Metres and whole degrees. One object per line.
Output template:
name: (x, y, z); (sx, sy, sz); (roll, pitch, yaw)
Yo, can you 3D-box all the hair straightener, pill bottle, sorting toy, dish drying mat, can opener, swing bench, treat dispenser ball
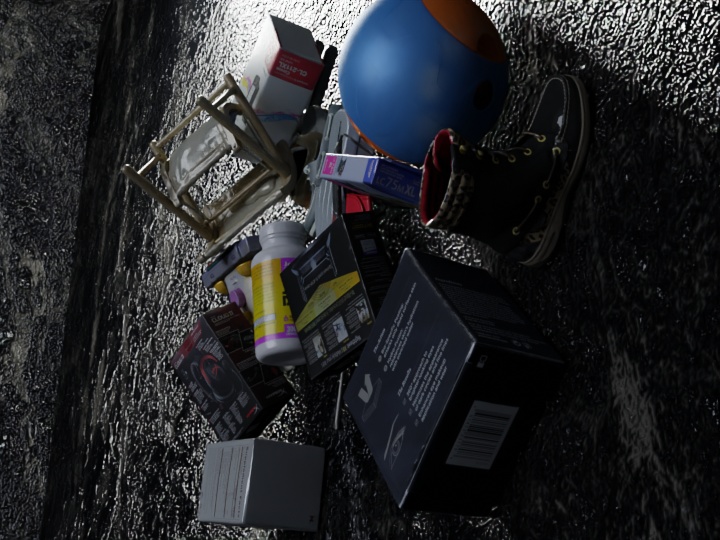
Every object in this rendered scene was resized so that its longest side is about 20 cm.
hair straightener: (-0.006, -0.089, 1.449); (0.041, 0.076, 0.204); (-156, 59, -67)
pill bottle: (-0.111, 0.033, 1.555); (0.104, 0.103, 0.203); (-33, 57, 55)
sorting toy: (-0.151, 0.083, 1.684); (0.200, 0.105, 0.183); (-34, 68, 55)
dish drying mat: (0.000, 0.000, 1.397); (0.077, 0.018, 0.204); (-164, 70, -67)
can opener: (-0.094, -0.289, 1.758); (0.203, 0.052, 0.067); (-69, 26, 17)
swing bench: (-0.224, -0.156, 1.623); (0.198, 0.201, 0.130); (-34, 13, 28)
treat dispenser ball: (0.072, -0.225, 1.209); (0.201, 0.198, 0.204); (-39, 45, 52)

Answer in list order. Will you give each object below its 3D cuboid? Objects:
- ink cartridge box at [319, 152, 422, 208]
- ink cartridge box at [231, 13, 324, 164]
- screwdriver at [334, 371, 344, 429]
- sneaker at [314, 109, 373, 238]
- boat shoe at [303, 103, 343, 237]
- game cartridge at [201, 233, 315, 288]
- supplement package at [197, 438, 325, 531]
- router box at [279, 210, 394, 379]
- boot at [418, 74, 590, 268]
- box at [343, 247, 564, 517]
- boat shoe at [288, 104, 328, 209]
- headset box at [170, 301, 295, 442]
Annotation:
ink cartridge box: (0.039, -0.111, 1.318); (0.199, 0.118, 0.043); (12, 84, 64)
ink cartridge box: (-0.143, -0.290, 1.701); (0.202, 0.082, 0.147); (-62, 27, 26)
screwdriver: (-0.025, 0.119, 1.452); (0.028, 0.029, 0.204); (1, 79, 64)
sneaker: (-0.013, -0.127, 1.495); (0.073, 0.070, 0.203); (31, 112, 55)
boat shoe: (-0.050, -0.151, 1.561); (0.073, 0.061, 0.203); (-20, -48, -77)
game cartridge: (-0.172, -0.023, 1.709); (0.199, 0.128, 0.039); (-33, 69, 55)
supplement package: (-0.146, 0.311, 1.509); (0.199, 0.115, 0.119); (-21, 60, 60)
router box: (-0.026, 0.036, 1.372); (0.200, 0.052, 0.160); (-39, 64, 53)
boot: (0.146, -0.115, 1.060); (0.073, 0.149, 0.203); (24, 100, 64)
box: (0.090, 0.117, 1.107); (0.199, 0.116, 0.200); (-67, 28, 21)
boat shoe: (-0.080, -0.187, 1.661); (0.075, 0.067, 0.203); (-48, 37, 45)
headset box: (-0.211, 0.160, 1.655); (0.201, 0.074, 0.149); (54, 135, 15)
